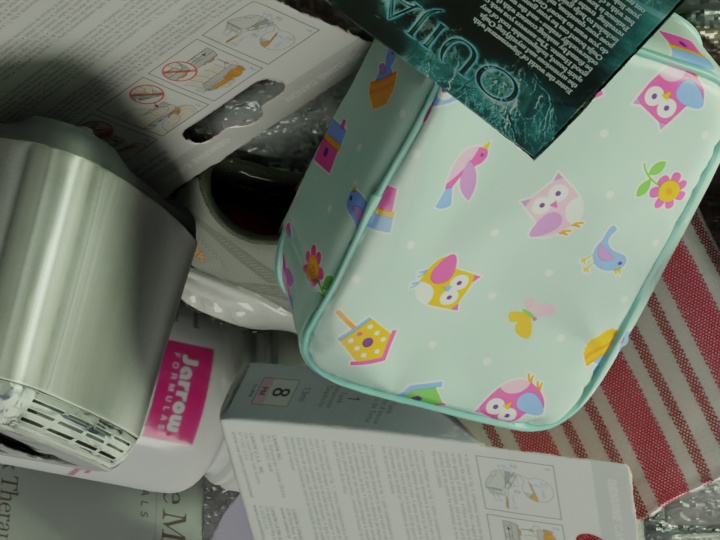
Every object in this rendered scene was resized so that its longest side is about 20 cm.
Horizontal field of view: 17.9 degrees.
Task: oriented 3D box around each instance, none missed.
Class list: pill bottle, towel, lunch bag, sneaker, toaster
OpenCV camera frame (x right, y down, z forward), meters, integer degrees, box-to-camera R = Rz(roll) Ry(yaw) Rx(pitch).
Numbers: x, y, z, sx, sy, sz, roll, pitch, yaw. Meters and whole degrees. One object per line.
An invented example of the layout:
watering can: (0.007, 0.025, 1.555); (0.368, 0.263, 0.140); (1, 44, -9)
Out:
pill bottle: (-0.127, 0.049, 1.149); (0.199, 0.114, 0.113); (12, 147, -20)
towel: (0.106, 0.056, 1.118); (0.199, 0.147, 0.030); (-31, 171, 26)
lunch bag: (0.063, -0.030, 0.984); (0.160, 0.077, 0.201); (13, 118, -26)
sneaker: (0.000, 0.000, 1.078); (0.199, 0.074, 0.080); (17, 139, 3)
toaster: (-0.151, 0.010, 0.988); (0.113, 0.130, 0.200); (7, 168, 17)

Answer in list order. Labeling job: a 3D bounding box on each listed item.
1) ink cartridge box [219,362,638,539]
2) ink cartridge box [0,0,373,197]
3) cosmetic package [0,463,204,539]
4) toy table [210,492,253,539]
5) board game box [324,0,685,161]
ink cartridge box: (0.043, 0.124, 1.095); (0.199, 0.057, 0.163); (2, 130, 18)
ink cartridge box: (-0.113, -0.107, 0.966); (0.199, 0.050, 0.161); (17, 146, -41)
cosmetic package: (-0.205, 0.135, 1.242); (0.199, 0.168, 0.166); (14, 146, -23)
toy table: (-0.007, 0.208, 1.245); (0.183, 0.201, 0.117); (-18, 173, 2)
board game box: (0.021, -0.141, 0.822); (0.200, 0.028, 0.135); (37, 138, -5)
